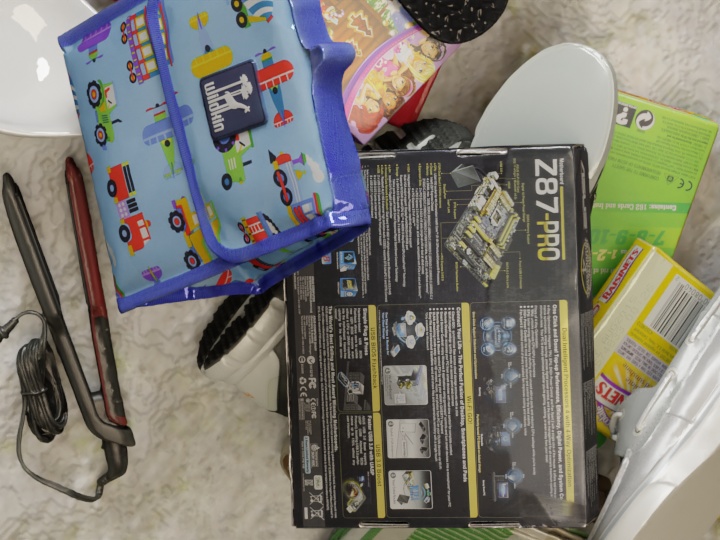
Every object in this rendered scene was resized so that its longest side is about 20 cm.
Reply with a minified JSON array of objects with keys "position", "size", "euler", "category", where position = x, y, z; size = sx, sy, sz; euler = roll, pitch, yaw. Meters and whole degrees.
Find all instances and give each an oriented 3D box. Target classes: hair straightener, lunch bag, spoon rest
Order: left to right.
[{"position":[-0.175,0.040,1.500],"size":[0.077,0.041,0.200],"euler":[-12,110,-5],"category":"hair straightener"},{"position":[-0.144,-0.094,1.447],"size":[0.200,0.061,0.100],"euler":[31,62,-18],"category":"spoon rest"},{"position":[-0.055,-0.076,1.337],"size":[0.094,0.200,0.151],"euler":[-9,82,-33],"category":"lunch bag"}]

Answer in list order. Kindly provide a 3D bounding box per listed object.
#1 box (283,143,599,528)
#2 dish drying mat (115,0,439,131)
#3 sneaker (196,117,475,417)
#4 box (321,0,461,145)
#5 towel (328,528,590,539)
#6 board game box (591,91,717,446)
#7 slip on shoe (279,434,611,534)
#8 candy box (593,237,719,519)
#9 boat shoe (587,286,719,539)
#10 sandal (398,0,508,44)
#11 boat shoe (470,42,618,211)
[{"position":[0.041,0.035,1.418],"size":[0.161,0.049,0.201],"euler":[-2,92,15],"category":"box"},{"position":[-0.046,-0.149,1.476],"size":[0.200,0.018,0.077],"euler":[23,99,-14],"category":"dish drying mat"},{"position":[0.000,0.000,1.500],"size":[0.080,0.074,0.200],"euler":[39,105,-20],"category":"sneaker"},{"position":[0.020,-0.186,1.452],"size":[0.137,0.039,0.200],"euler":[44,87,-15],"category":"box"},{"position":[0.082,0.176,1.535],"size":[0.200,0.023,0.153],"euler":[20,143,-14],"category":"towel"},{"position":[0.124,-0.003,1.527],"size":[0.095,0.030,0.200],"euler":[16,99,-12],"category":"board game box"},{"position":[0.053,0.119,1.542],"size":[0.200,0.076,0.061],"euler":[17,63,-5],"category":"slip on shoe"},{"position":[0.199,0.075,1.538],"size":[0.200,0.026,0.102],"euler":[36,91,-29],"category":"candy box"},{"position":[0.174,0.086,1.476],"size":[0.200,0.068,0.072],"euler":[-57,147,-3],"category":"boat shoe"},{"position":[0.005,-0.202,1.409],"size":[0.075,0.045,0.200],"euler":[-37,118,1],"category":"sandal"},{"position":[0.088,-0.028,1.464],"size":[0.071,0.064,0.200],"euler":[26,100,20],"category":"boat shoe"}]
